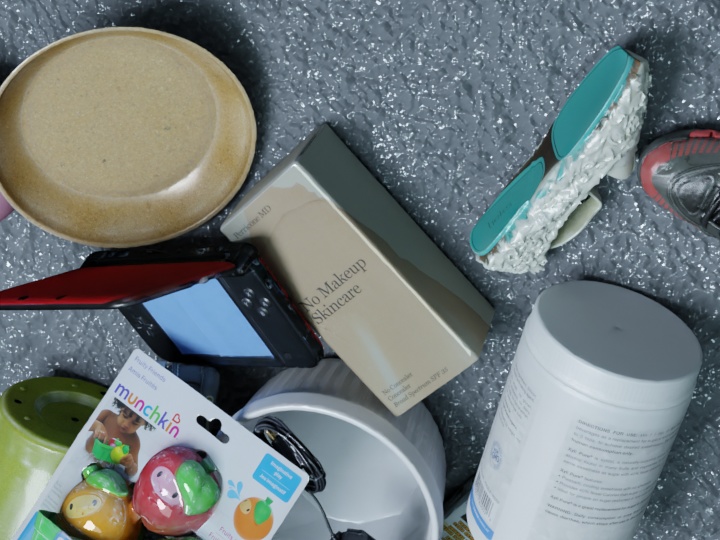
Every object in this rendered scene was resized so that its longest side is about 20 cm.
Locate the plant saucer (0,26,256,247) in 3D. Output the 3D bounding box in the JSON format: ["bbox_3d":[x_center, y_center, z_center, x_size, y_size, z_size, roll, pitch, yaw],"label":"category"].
[{"bbox_3d":[-0.177,-0.104,0.990,0.198,0.036,0.202,-7,133,-8],"label":"plant saucer"}]

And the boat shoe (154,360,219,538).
[{"bbox_3d":[-0.144,0.158,1.127,0.059,0.073,0.203,-1,131,-2],"label":"boat shoe"}]

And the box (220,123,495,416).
[{"bbox_3d":[0.000,0.000,1.004,0.200,0.078,0.095,46,120,-10],"label":"box"}]

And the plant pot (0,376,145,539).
[{"bbox_3d":[-0.264,0.204,1.134,0.198,0.200,0.195,20,109,5],"label":"plant pot"}]

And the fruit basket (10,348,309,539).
[{"bbox_3d":[-0.162,0.188,0.998,0.184,0.094,0.201,33,92,23],"label":"fruit basket"}]

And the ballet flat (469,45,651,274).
[{"bbox_3d":[0.152,-0.072,0.938,0.071,0.072,0.200,35,126,-4],"label":"ballet flat"}]

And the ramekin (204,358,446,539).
[{"bbox_3d":[-0.022,0.168,1.082,0.198,0.105,0.202,7,118,13],"label":"ramekin"}]

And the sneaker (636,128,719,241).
[{"bbox_3d":[0.278,-0.032,0.896,0.199,0.098,0.071,25,123,4],"label":"sneaker"}]

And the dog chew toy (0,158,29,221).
[{"bbox_3d":[-0.352,-0.080,1.046,0.198,0.125,0.126,-15,112,30],"label":"dog chew toy"}]

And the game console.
[{"bbox_3d":[-0.158,0.045,0.998,0.199,0.119,0.173,-1,133,43],"label":"game console"}]

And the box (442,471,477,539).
[{"bbox_3d":[0.130,0.277,1.131,0.200,0.040,0.137,41,119,-7],"label":"box"}]

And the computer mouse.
[{"bbox_3d":[-0.017,0.192,1.019,0.058,0.034,0.201,-19,106,45],"label":"computer mouse"}]

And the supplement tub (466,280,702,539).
[{"bbox_3d":[0.163,0.125,0.991,0.130,0.132,0.202,19,120,6],"label":"supplement tub"}]
